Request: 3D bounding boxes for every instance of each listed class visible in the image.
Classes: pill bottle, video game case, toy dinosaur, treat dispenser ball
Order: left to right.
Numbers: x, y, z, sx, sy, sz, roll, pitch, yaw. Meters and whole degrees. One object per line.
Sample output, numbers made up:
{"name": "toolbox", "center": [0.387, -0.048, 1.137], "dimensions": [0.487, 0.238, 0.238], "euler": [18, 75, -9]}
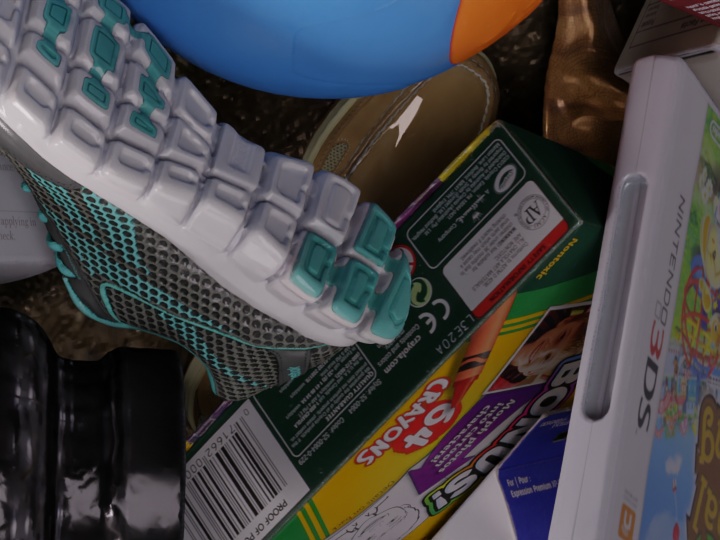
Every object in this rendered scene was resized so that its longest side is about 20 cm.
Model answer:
{"name": "pill bottle", "center": [-0.159, 0.067, 0.681], "dimensions": [0.199, 0.112, 0.113], "euler": [2, 108, -9]}
{"name": "treat dispenser ball", "center": [-0.011, -0.160, 0.717], "dimensions": [0.200, 0.201, 0.202], "euler": [-4, 109, -12]}
{"name": "toy dinosaur", "center": [0.097, -0.080, 0.847], "dimensions": [0.106, 0.060, 0.201], "euler": [-6, 109, -10]}
{"name": "video game case", "center": [0.131, 0.048, 0.771], "dimensions": [0.200, 0.022, 0.183], "euler": [41, 56, -52]}

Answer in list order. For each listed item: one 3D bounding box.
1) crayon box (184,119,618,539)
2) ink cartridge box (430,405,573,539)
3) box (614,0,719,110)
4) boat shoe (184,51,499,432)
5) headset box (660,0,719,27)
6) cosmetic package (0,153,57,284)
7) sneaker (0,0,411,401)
{"name": "crayon box", "center": [0.039, 0.045, 0.808], "dimensions": [0.200, 0.058, 0.172], "euler": [-46, 152, 17]}
{"name": "ink cartridge box", "center": [0.050, 0.130, 0.861], "dimensions": [0.094, 0.037, 0.200], "euler": [-5, 138, -52]}
{"name": "box", "center": [0.184, -0.147, 0.794], "dimensions": [0.077, 0.095, 0.201], "euler": [28, 82, -16]}
{"name": "boat shoe", "center": [0.000, 0.000, 0.841], "dimensions": [0.071, 0.076, 0.201], "euler": [25, 101, -20]}
{"name": "headset box", "center": [0.182, -0.143, 0.705], "dimensions": [0.199, 0.077, 0.150], "euler": [20, 83, -16]}
{"name": "cosmetic package", "center": [-0.168, -0.094, 0.713], "dimensions": [0.074, 0.102, 0.201], "euler": [-11, 84, 26]}
{"name": "sneaker", "center": [-0.081, -0.021, 0.697], "dimensions": [0.200, 0.078, 0.091], "euler": [39, 127, -17]}
